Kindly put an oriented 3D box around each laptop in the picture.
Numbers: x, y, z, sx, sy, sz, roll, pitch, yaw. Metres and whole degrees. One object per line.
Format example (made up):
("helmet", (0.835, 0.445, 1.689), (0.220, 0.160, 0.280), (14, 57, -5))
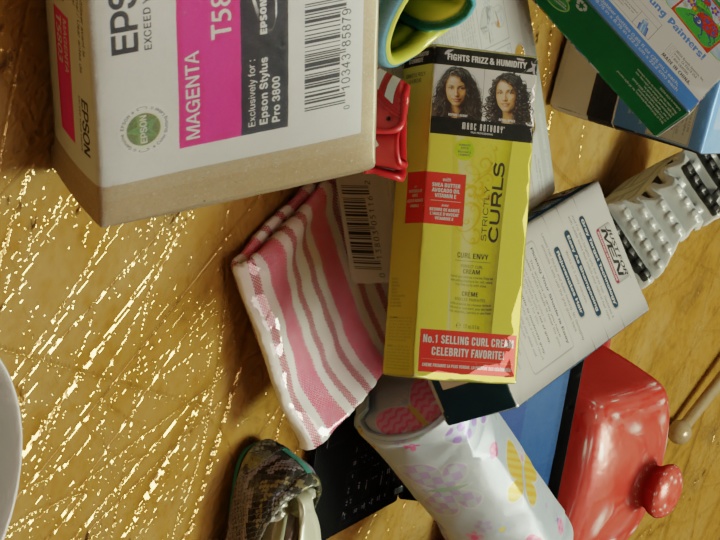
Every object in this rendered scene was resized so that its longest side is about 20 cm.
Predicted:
("laptop", (0.060, 0.105, 1.657), (0.200, 0.103, 0.178), (-21, 125, -55))

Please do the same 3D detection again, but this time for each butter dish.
("butter dish", (0.181, 0.151, 1.852), (0.199, 0.147, 0.201), (-10, 116, -59))

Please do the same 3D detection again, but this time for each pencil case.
("pencil case", (0.072, 0.142, 1.625), (0.200, 0.090, 0.083), (58, 37, -38))

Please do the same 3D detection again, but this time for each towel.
("towel", (0.000, 0.000, 1.527), (0.200, 0.030, 0.147), (-46, 128, -37))

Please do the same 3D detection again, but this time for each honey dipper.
("honey dipper", (0.345, 0.094, 2.224), (0.200, 0.038, 0.038), (-48, 145, -30))

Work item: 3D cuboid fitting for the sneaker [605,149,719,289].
("sneaker", (0.214, -0.034, 1.874), (0.200, 0.081, 0.075), (-34, 102, -26))

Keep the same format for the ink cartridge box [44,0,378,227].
("ink cartridge box", (-0.076, -0.136, 1.222), (0.164, 0.075, 0.201), (-14, 125, -22))

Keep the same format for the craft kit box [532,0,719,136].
("craft kit box", (0.192, -0.222, 1.607), (0.197, 0.200, 0.048), (-44, -176, -36))

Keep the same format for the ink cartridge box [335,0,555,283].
("ink cartridge box", (0.052, -0.097, 1.534), (0.200, 0.047, 0.161), (-30, 115, -52))

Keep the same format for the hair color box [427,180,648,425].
("hair color box", (0.109, 0.019, 1.572), (0.200, 0.060, 0.100), (-29, 99, -53))

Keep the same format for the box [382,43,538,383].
("box", (0.060, -0.033, 1.443), (0.075, 0.050, 0.201), (6, 88, -22))

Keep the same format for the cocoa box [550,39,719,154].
("cocoa box", (0.256, -0.167, 1.797), (0.200, 0.131, 0.134), (-6, 113, -59))

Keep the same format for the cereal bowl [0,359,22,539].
("cereal bowl", (-0.255, 0.108, 1.127), (0.200, 0.083, 0.201), (-39, 139, -45))

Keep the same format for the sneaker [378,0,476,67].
("sneaker", (0.017, -0.200, 1.347), (0.080, 0.130, 0.201), (47, 58, -64))

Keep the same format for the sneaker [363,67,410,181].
("sneaker", (-0.041, -0.080, 1.348), (0.200, 0.115, 0.079), (-40, 140, -44))

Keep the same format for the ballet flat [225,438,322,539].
("ballet flat", (-0.063, 0.212, 1.547), (0.072, 0.072, 0.201), (-15, 120, -57))
